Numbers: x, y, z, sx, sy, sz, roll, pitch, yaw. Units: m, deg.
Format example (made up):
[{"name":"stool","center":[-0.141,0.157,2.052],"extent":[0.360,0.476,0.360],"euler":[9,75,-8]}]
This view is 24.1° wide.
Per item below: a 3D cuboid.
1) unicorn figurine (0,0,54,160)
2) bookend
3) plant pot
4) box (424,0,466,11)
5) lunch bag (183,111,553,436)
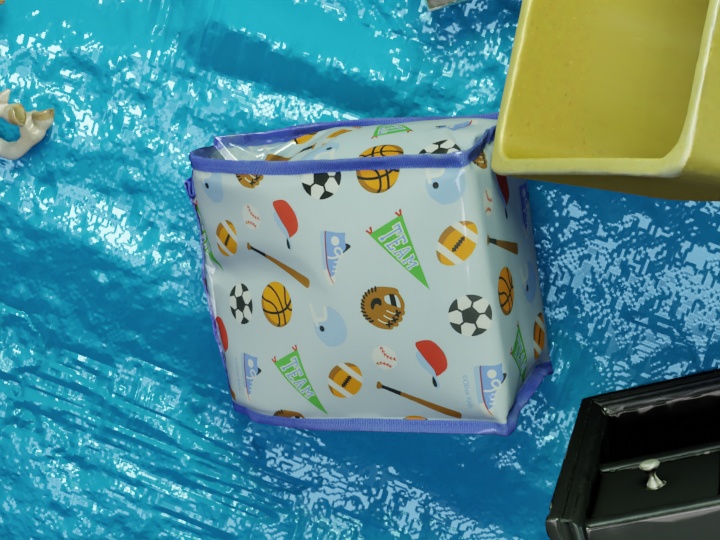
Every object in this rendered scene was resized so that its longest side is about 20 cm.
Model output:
[{"name":"unicorn figurine","center":[-0.267,-0.099,1.060],"extent":[0.136,0.074,0.202],"euler":[-16,86,26]},{"name":"bookend","center":[0.216,0.123,0.925],"extent":[0.197,0.200,0.093],"euler":[-13,101,17]},{"name":"plant pot","center":[0.211,-0.123,0.855],"extent":[0.198,0.194,0.197],"euler":[12,89,-22]},{"name":"box","center":[0.052,-0.255,0.948],"extent":[0.082,0.049,0.202],"euler":[-14,100,17]},{"name":"lunch bag","center":[0.000,0.000,0.984],"extent":[0.198,0.124,0.172],"euler":[-4,105,24]}]
